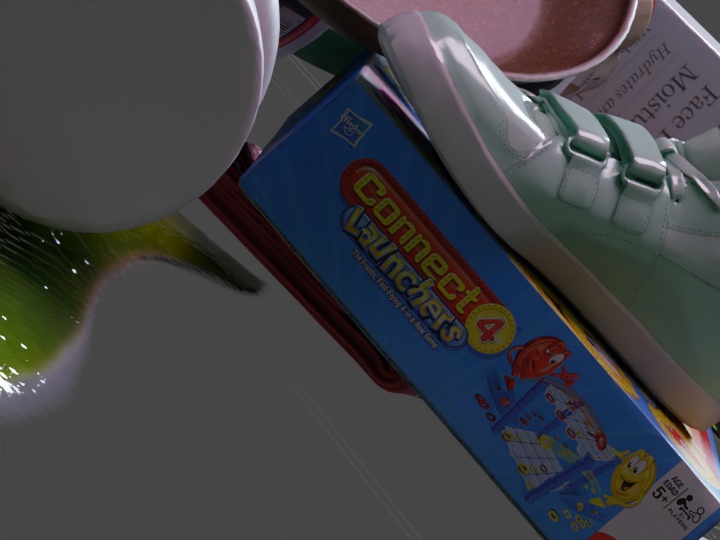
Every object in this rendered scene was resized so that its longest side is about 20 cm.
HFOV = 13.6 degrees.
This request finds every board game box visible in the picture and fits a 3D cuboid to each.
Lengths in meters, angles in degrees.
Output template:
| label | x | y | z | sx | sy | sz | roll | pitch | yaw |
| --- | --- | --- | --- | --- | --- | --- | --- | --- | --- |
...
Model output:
| label | x | y | z | sx | sy | sz | roll | pitch | yaw |
| --- | --- | --- | --- | --- | --- | --- | --- | --- | --- |
| board game box | 0.048 | 0.011 | 1.105 | 0.196 | 0.056 | 0.200 | 49 | 9 | -5 |

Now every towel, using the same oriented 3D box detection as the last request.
| label | x | y | z | sx | sy | sz | roll | pitch | yaw |
| --- | --- | --- | --- | --- | --- | --- | --- | --- | --- |
| towel | 0.000 | 0.000 | 1.188 | 0.145 | 0.022 | 0.200 | 46 | 9 | 16 |

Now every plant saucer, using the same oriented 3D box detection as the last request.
| label | x | y | z | sx | sy | sz | roll | pitch | yaw |
| --- | --- | --- | --- | --- | --- | --- | --- | --- | --- |
| plant saucer | 0.014 | -0.142 | 1.123 | 0.200 | 0.037 | 0.201 | 22 | 44 | -23 |

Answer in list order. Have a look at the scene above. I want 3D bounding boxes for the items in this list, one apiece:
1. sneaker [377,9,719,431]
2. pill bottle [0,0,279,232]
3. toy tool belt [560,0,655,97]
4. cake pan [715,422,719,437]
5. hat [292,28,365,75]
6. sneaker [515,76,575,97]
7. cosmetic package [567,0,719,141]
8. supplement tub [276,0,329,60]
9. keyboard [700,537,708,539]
| label | x | y | z | sx | sy | sz | roll | pitch | yaw |
| --- | --- | --- | --- | --- | --- | --- | --- | --- | --- |
| sneaker | 0.100 | -0.046 | 1.032 | 0.200 | 0.118 | 0.074 | 43 | 12 | -29 |
| pill bottle | -0.083 | -0.084 | 0.920 | 0.113 | 0.113 | 0.200 | 40 | 10 | -17 |
| toy tool belt | 0.080 | -0.167 | 1.305 | 0.123 | 0.125 | 0.200 | -14 | 48 | -43 |
| cake pan | 0.180 | 0.104 | 1.207 | 0.200 | 0.037 | 0.201 | -22 | 90 | -86 |
| hat | -0.013 | -0.117 | 1.434 | 0.165 | 0.176 | 0.201 | 12 | 54 | -12 |
| sneaker | 0.030 | -0.146 | 1.224 | 0.081 | 0.075 | 0.201 | 106 | -30 | -72 |
| cosmetic package | 0.120 | -0.049 | 1.467 | 0.200 | 0.165 | 0.165 | 41 | 9 | -17 |
| supplement tub | -0.084 | -0.167 | 1.218 | 0.140 | 0.140 | 0.200 | 46 | 9 | 22 |
| keyboard | 0.139 | 0.120 | 1.271 | 0.056 | 0.011 | 0.200 | 48 | 10 | 31 |
